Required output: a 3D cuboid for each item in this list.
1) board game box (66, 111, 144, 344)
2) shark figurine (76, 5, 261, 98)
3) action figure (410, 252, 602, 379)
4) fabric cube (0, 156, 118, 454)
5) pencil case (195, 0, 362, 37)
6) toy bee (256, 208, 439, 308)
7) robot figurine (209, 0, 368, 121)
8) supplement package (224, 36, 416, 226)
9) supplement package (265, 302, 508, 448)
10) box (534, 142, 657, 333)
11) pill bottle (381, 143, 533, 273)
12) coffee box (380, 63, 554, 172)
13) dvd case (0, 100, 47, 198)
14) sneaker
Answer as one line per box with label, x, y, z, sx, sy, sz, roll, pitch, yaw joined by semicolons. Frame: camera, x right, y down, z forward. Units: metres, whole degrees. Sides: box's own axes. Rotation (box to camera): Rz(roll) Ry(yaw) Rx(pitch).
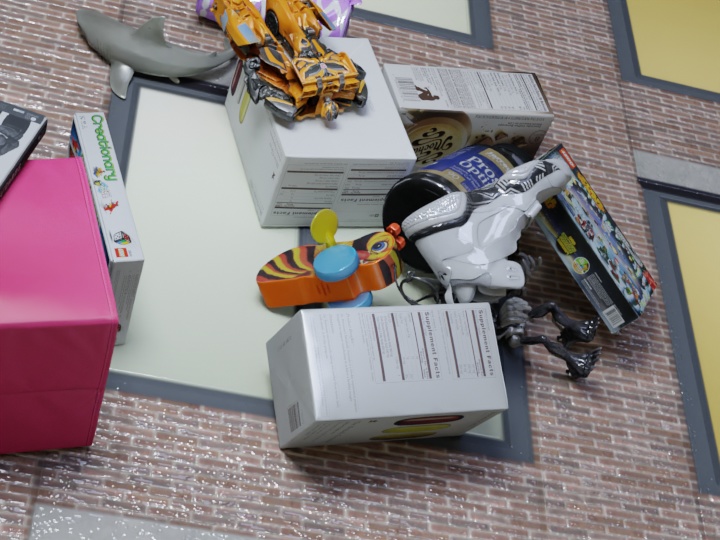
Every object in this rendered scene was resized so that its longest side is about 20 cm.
board game box;-0.259;-0.042;1.459;0.034;0.126;0.200;-3;51;-23
shark figurine;-0.218;-0.266;1.714;0.214;0.090;0.128;3;49;-17
action figure;0.160;0.039;1.568;0.199;0.102;0.119;22;46;-6
fabric cube;-0.339;0.036;1.304;0.199;0.200;0.197;-4;51;-22
pencil case;-0.105;-0.326;1.813;0.199;0.086;0.084;19;18;-7
toy bee;0.000;0.000;1.520;0.199;0.131;0.109;17;44;13
robot figurine;-0.076;-0.241;1.606;0.145;0.058;0.200;-16;55;-31
supplement package;-0.050;-0.158;1.660;0.155;0.111;0.200;-1;48;-22
supplement package;0.025;0.101;1.427;0.199;0.114;0.110;-2;71;-22
box;0.249;-0.039;1.632;0.200;0.040;0.137;55;24;-2
pill bottle;0.118;-0.077;1.640;0.112;0.112;0.200;39;35;16
coffee box;0.112;-0.172;1.736;0.199;0.113;0.080;0;48;-22
dvd case;-0.375;-0.091;1.254;0.150;0.025;0.200;20;45;1
sneaker;0.145;-0.035;1.501;0.199;0.075;0.115;-22;85;-26
